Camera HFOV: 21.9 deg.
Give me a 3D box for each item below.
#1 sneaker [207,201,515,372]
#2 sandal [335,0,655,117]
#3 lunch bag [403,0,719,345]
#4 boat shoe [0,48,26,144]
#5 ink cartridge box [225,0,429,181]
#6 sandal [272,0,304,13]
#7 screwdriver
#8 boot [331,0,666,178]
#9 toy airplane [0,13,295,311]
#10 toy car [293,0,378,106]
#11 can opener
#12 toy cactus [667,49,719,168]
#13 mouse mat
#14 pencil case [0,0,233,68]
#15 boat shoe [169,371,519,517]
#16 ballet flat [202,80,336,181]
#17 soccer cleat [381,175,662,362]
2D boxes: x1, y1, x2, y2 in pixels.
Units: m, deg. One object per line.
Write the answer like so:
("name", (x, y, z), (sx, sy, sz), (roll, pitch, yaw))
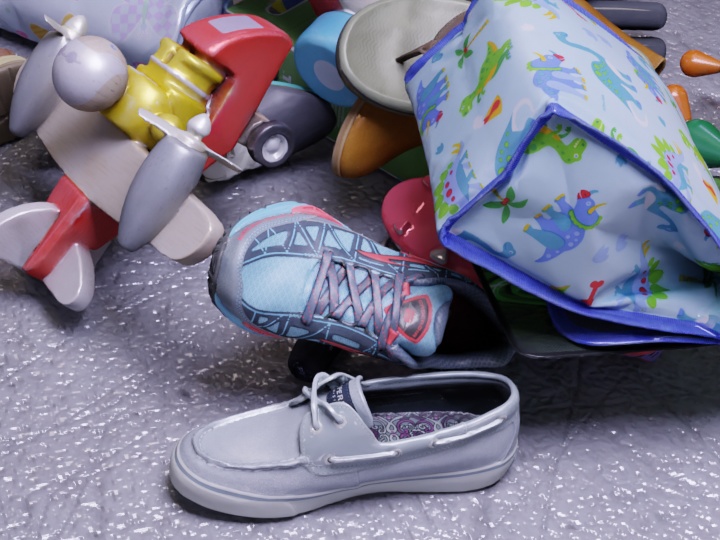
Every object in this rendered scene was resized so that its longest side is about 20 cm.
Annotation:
("sneaker", (0.010, 0.013, 1.056), (0.200, 0.079, 0.096), (13, 1, -35))
("sandal", (0.085, -0.134, 1.142), (0.201, 0.057, 0.080), (5, 75, -2))
("lunch bag", (0.134, -0.054, 1.059), (0.200, 0.127, 0.170), (26, 31, -25))
("boat shoe", (-0.305, -0.104, 1.227), (0.200, 0.072, 0.068), (-23, 43, -39))
("ink cartridge box", (0.009, -0.138, 1.319), (0.200, 0.059, 0.104), (31, 47, 26))
("sandal", (0.007, -0.250, 1.434), (0.200, 0.087, 0.079), (-30, 54, -34))
("screwdriver", (0.000, 0.000, 1.174), (0.029, 0.028, 0.200), (37, 44, -9))
("boot", (0.092, -0.102, 1.190), (0.144, 0.071, 0.201), (37, 70, 17))
("toy airplane", (-0.151, -0.077, 1.122), (0.200, 0.141, 0.199), (-6, 48, 24))
("toy car", (-0.038, -0.226, 1.283), (0.200, 0.177, 0.184), (5, 44, 45))
("can opener", (0.134, -0.177, 1.377), (0.200, 0.053, 0.067), (0, 5, -9))
("toy cactus", (0.271, -0.080, 1.260), (0.200, 0.102, 0.165), (10, 36, 14))
("mouse mat", (0.163, -0.006, 1.104), (0.200, 0.008, 0.161), (-5, 39, -15))
("pencil case", (-0.191, -0.197, 1.338), (0.200, 0.083, 0.091), (20, 65, 17))
("boat shoe", (-0.007, 0.086, 1.039), (0.201, 0.072, 0.070), (-4, 41, -14))
("ballet flat", (-0.117, -0.091, 1.240), (0.200, 0.073, 0.073), (6, 40, -2))
("soccer cleat", (0.102, 0.003, 1.161), (0.200, 0.076, 0.067), (23, 69, 23))
